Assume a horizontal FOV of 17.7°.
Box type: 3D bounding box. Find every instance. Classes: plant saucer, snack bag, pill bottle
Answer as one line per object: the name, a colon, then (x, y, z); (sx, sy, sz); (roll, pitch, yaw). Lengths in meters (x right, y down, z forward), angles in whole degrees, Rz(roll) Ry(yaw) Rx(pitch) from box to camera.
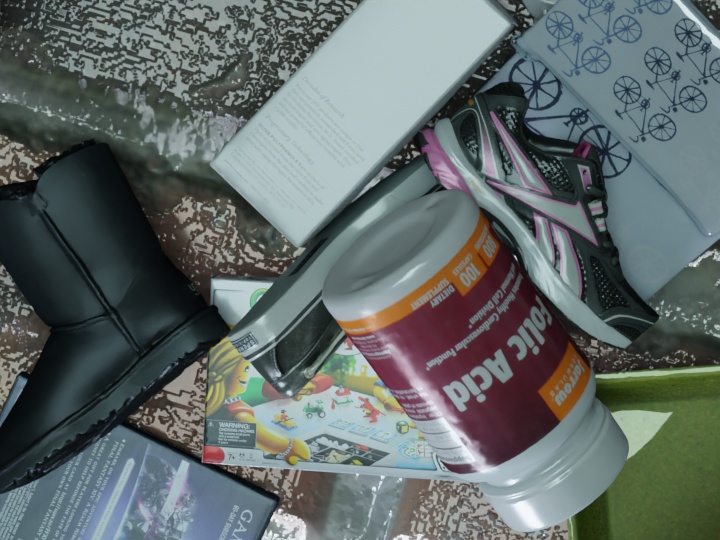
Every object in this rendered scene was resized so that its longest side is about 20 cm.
plant saucer: (0.236, 0.158, 1.539); (0.199, 0.048, 0.201); (-5, 96, 5)
snack bag: (0.168, -0.087, 1.489); (0.189, 0.021, 0.200); (46, 124, -1)
pill bottle: (0.076, 0.059, 1.445); (0.114, 0.114, 0.200); (-34, 108, 8)

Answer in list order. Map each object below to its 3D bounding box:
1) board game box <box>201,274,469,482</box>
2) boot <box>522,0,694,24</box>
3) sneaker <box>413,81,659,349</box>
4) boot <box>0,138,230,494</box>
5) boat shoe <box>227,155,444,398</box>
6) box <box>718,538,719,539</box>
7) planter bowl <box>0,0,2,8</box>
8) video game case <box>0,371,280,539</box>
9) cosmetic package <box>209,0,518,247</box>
board game box: (-0.005, 0.072, 1.558); (0.199, 0.035, 0.127); (3, 96, 5)
boot: (0.160, -0.171, 1.505); (0.095, 0.074, 0.201); (-26, 89, 18)
sneaker: (0.130, -0.037, 1.478); (0.086, 0.080, 0.200); (-42, 107, 10)
boot: (-0.207, 0.029, 1.543); (0.200, 0.076, 0.168); (-38, 82, 9)
boat shoe: (0.000, 0.000, 1.510); (0.200, 0.071, 0.064); (-45, 101, -19)
box: (0.258, 0.212, 1.412); (0.200, 0.193, 0.122); (-43, 78, 8)
planter bowl: (-0.308, -0.199, 1.491); (0.200, 0.200, 0.135); (39, 72, 0)
video game case: (-0.174, 0.177, 1.595); (0.199, 0.019, 0.143); (26, 99, 1)
cosmetic package: (0.005, -0.116, 1.500); (0.085, 0.108, 0.200); (43, 97, 0)
